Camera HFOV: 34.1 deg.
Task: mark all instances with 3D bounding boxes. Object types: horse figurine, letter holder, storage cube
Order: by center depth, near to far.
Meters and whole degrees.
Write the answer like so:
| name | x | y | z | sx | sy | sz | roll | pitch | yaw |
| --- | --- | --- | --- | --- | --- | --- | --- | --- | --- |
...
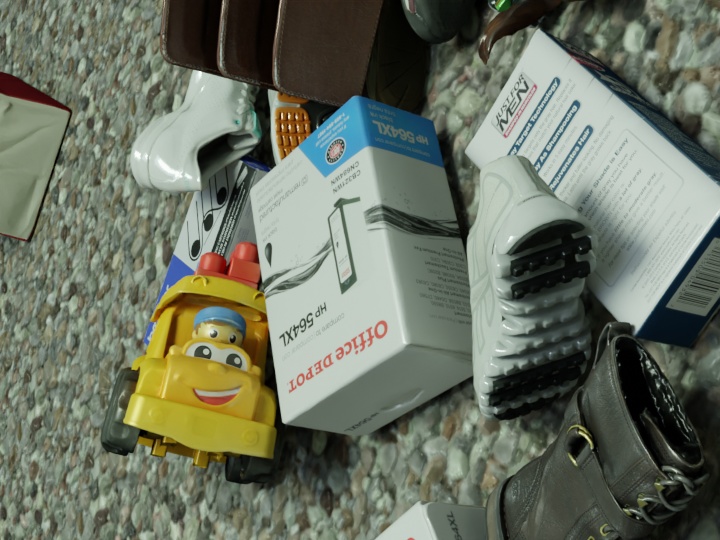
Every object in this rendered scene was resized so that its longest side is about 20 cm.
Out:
| name | x | y | z | sx | sy | sz | roll | pitch | yaw |
| --- | --- | --- | --- | --- | --- | --- | --- | --- | --- |
| horse figurine | 0.150 | -0.207 | 0.740 | 0.199 | 0.131 | 0.051 | -37 | 75 | 46 |
| letter holder | -0.058 | -0.238 | 0.873 | 0.100 | 0.140 | 0.204 | 24 | 103 | 54 |
| storage cube | -0.488 | -0.157 | 1.445 | 0.179 | 0.169 | 0.203 | 29 | 101 | 48 |

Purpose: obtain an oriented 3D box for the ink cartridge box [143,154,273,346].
| name | x | y | z | sx | sy | sz | roll | pitch | yaw |
| --- | --- | --- | --- | --- | --- | --- | --- | --- | --- |
| ink cartridge box | -0.133 | -0.006 | 1.076 | 0.094 | 0.044 | 0.203 | 32 | 104 | 51 |

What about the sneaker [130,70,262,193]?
| name | x | y | z | sx | sy | sz | roll | pitch | yaw |
| --- | --- | --- | --- | --- | --- | --- | --- | --- | --- |
| sneaker | -0.118 | -0.143 | 1.053 | 0.087 | 0.076 | 0.202 | 14 | 59 | 28 |

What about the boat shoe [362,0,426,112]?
| name | x | y | z | sx | sy | sz | roll | pitch | yaw |
| --- | --- | --- | --- | --- | --- | --- | --- | --- | --- |
| boat shoe | 0.016 | -0.224 | 0.939 | 0.064 | 0.073 | 0.204 | -2 | 78 | 44 |

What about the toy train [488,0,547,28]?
| name | x | y | z | sx | sy | sz | roll | pitch | yaw |
| --- | --- | --- | --- | --- | --- | --- | --- | --- | --- |
| toy train | 0.159 | -0.252 | 0.805 | 0.201 | 0.041 | 0.057 | -53 | 56 | 27 |

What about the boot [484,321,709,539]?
| name | x | y | z | sx | sy | sz | roll | pitch | yaw |
| --- | --- | --- | --- | --- | --- | --- | --- | --- | --- |
| boot | 0.138 | 0.154 | 0.655 | 0.175 | 0.068 | 0.202 | 120 | 143 | -45 |

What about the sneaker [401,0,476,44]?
| name | x | y | z | sx | sy | sz | roll | pitch | yaw |
| --- | --- | --- | --- | --- | --- | --- | --- | --- | --- |
| sneaker | 0.100 | -0.265 | 0.852 | 0.115 | 0.075 | 0.204 | 13 | 89 | 47 |

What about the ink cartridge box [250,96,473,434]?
| name | x | y | z | sx | sy | sz | roll | pitch | yaw |
| --- | --- | --- | --- | --- | --- | --- | --- | --- | --- |
| ink cartridge box | 0.000 | 0.000 | 0.873 | 0.145 | 0.083 | 0.203 | -36 | 54 | 39 |

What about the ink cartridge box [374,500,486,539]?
| name | x | y | z | sx | sy | sz | roll | pitch | yaw |
| --- | --- | --- | --- | --- | --- | --- | --- | --- | --- |
| ink cartridge box | 0.030 | 0.268 | 0.774 | 0.200 | 0.083 | 0.148 | -45 | 49 | 31 |

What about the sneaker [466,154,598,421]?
| name | x | y | z | sx | sy | sz | roll | pitch | yaw |
| --- | --- | --- | --- | --- | --- | --- | --- | --- | --- |
| sneaker | 0.098 | 0.016 | 0.722 | 0.202 | 0.074 | 0.082 | 90 | 161 | -46 |

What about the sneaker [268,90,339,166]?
| name | x | y | z | sx | sy | sz | roll | pitch | yaw |
| --- | --- | --- | --- | --- | --- | --- | --- | --- | --- |
| sneaker | -0.052 | -0.163 | 1.019 | 0.092 | 0.074 | 0.204 | 151 | 121 | -67 |

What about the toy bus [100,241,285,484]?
| name | x | y | z | sx | sy | sz | roll | pitch | yaw |
| --- | --- | --- | --- | --- | --- | --- | --- | --- | --- |
| toy bus | -0.119 | 0.065 | 0.943 | 0.200 | 0.133 | 0.195 | 147 | 138 | -74 |

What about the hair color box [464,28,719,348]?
| name | x | y | z | sx | sy | sz | roll | pitch | yaw |
| --- | --- | --- | --- | --- | --- | --- | --- | --- | --- |
| hair color box | 0.156 | -0.055 | 0.733 | 0.101 | 0.060 | 0.201 | -58 | 43 | 23 |
